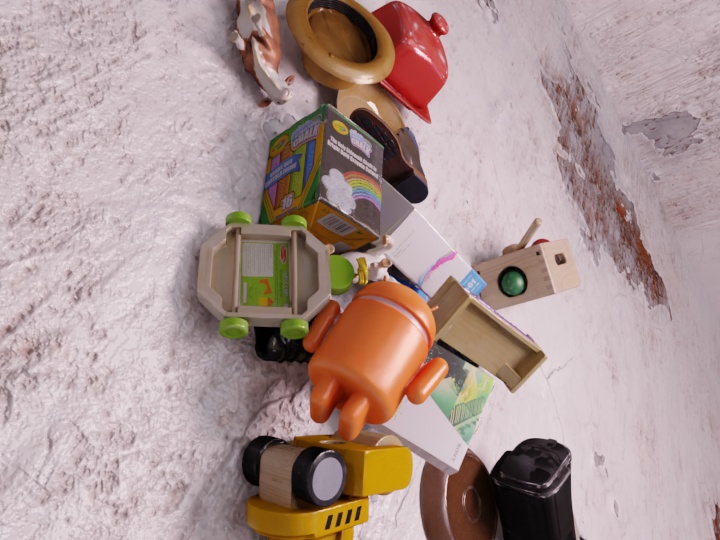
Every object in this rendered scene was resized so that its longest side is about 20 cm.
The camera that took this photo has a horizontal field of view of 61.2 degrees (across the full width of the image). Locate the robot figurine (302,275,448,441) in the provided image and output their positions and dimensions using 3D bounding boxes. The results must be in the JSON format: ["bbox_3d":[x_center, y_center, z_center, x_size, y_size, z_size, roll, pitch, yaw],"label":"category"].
[{"bbox_3d":[0.017,0.096,0.710,0.117,0.143,0.201,55,53,-30],"label":"robot figurine"}]

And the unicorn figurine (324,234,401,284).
[{"bbox_3d":[0.000,0.000,0.838,0.197,0.137,0.075,9,74,-10],"label":"unicorn figurine"}]

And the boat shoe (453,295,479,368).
[{"bbox_3d":[0.178,0.083,1.055,0.074,0.062,0.202,20,44,-19],"label":"boat shoe"}]

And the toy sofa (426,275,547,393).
[{"bbox_3d":[0.180,0.092,0.922,0.199,0.083,0.098,35,13,-27],"label":"toy sofa"}]

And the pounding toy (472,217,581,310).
[{"bbox_3d":[0.334,-0.012,1.226,0.199,0.183,0.144,-9,81,-52],"label":"pounding toy"}]

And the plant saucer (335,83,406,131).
[{"bbox_3d":[0.017,-0.235,1.053,0.199,0.035,0.203,24,57,-43],"label":"plant saucer"}]

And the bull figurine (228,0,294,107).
[{"bbox_3d":[-0.144,-0.331,0.858,0.122,0.064,0.202,62,13,-71],"label":"bull figurine"}]

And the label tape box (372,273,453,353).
[{"bbox_3d":[0.084,0.099,0.966,0.143,0.066,0.202,27,56,-41],"label":"label tape box"}]

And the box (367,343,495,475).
[{"bbox_3d":[0.072,0.164,0.838,0.199,0.036,0.145,31,62,1],"label":"box"}]

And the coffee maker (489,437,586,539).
[{"bbox_3d":[0.288,0.406,0.982,0.192,0.133,0.202,-53,132,-61],"label":"coffee maker"}]

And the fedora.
[{"bbox_3d":[-0.041,-0.358,0.978,0.198,0.082,0.203,14,55,-21],"label":"fedora"}]

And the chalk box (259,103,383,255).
[{"bbox_3d":[-0.051,-0.136,0.856,0.124,0.123,0.202,29,52,-39],"label":"chalk box"}]

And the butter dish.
[{"bbox_3d":[0.097,-0.410,1.118,0.199,0.147,0.201,27,40,-41],"label":"butter dish"}]

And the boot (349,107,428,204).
[{"bbox_3d":[0.045,-0.206,1.001,0.200,0.074,0.098,48,31,-37],"label":"boot"}]

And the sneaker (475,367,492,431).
[{"bbox_3d":[0.155,0.208,1.012,0.092,0.075,0.200,53,33,-7],"label":"sneaker"}]

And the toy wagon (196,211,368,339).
[{"bbox_3d":[-0.090,0.007,0.720,0.197,0.040,0.157,3,58,-11],"label":"toy wagon"}]

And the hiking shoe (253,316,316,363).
[{"bbox_3d":[-0.084,0.090,0.760,0.200,0.076,0.101,46,51,-8],"label":"hiking shoe"}]

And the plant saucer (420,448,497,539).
[{"bbox_3d":[0.167,0.374,0.974,0.199,0.034,0.203,26,54,-43],"label":"plant saucer"}]

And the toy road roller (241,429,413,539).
[{"bbox_3d":[-0.040,0.267,0.701,0.199,0.122,0.148,8,82,-46],"label":"toy road roller"}]

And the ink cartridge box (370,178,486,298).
[{"bbox_3d":[0.088,-0.035,0.961,0.200,0.085,0.145,41,7,-32],"label":"ink cartridge box"}]
